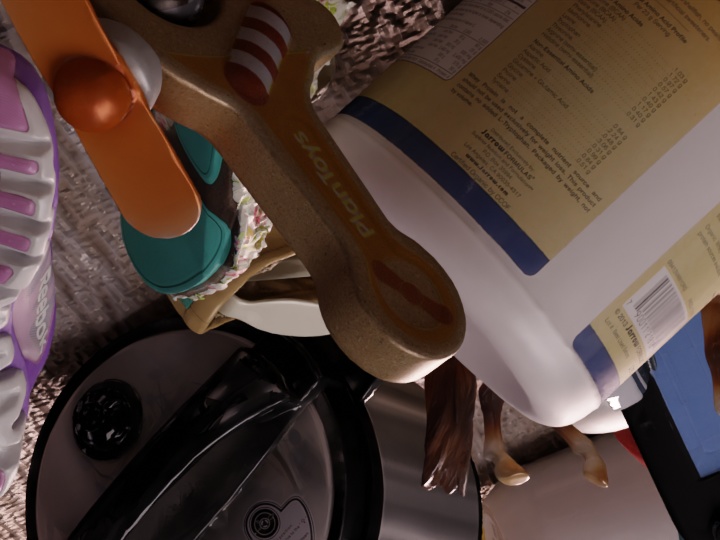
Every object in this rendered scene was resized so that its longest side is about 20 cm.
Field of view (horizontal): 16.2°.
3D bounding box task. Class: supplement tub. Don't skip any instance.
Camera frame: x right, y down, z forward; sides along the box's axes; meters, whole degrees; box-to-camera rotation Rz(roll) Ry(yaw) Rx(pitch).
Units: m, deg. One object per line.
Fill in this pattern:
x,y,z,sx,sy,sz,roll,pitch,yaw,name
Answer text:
0.097,-0.056,0.935,0.200,0.144,0.144,-42,160,-7,supplement tub

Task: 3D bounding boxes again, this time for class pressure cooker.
-0.055,0.111,1.154,0.179,0.176,0.200,-2,168,25,pressure cooker

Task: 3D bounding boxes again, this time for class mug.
0.157,0.178,1.598,0.153,0.149,0.187,-13,150,-11,mug

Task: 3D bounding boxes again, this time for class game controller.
0.162,0.033,1.160,0.104,0.200,0.042,-23,-172,24,game controller

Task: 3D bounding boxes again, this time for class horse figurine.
0.104,0.018,1.005,0.200,0.133,0.050,-21,141,11,horse figurine

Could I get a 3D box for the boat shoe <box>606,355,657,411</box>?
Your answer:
0.115,-0.024,1.081,0.091,0.071,0.200,-26,133,-1,boat shoe

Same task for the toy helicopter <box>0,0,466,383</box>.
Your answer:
-0.039,-0.050,0.765,0.079,0.200,0.132,-40,172,33,toy helicopter

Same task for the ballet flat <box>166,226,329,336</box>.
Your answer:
0.000,0.000,1.085,0.200,0.063,0.069,-4,146,-32,ballet flat

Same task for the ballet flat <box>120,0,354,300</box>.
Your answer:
-0.043,-0.051,0.938,0.064,0.076,0.200,-25,162,-23,ballet flat

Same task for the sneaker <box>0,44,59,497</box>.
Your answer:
-0.143,-0.010,0.924,0.080,0.088,0.200,17,132,5,sneaker

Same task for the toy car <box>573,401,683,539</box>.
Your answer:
0.148,0.029,1.250,0.200,0.184,0.177,17,138,-26,toy car
